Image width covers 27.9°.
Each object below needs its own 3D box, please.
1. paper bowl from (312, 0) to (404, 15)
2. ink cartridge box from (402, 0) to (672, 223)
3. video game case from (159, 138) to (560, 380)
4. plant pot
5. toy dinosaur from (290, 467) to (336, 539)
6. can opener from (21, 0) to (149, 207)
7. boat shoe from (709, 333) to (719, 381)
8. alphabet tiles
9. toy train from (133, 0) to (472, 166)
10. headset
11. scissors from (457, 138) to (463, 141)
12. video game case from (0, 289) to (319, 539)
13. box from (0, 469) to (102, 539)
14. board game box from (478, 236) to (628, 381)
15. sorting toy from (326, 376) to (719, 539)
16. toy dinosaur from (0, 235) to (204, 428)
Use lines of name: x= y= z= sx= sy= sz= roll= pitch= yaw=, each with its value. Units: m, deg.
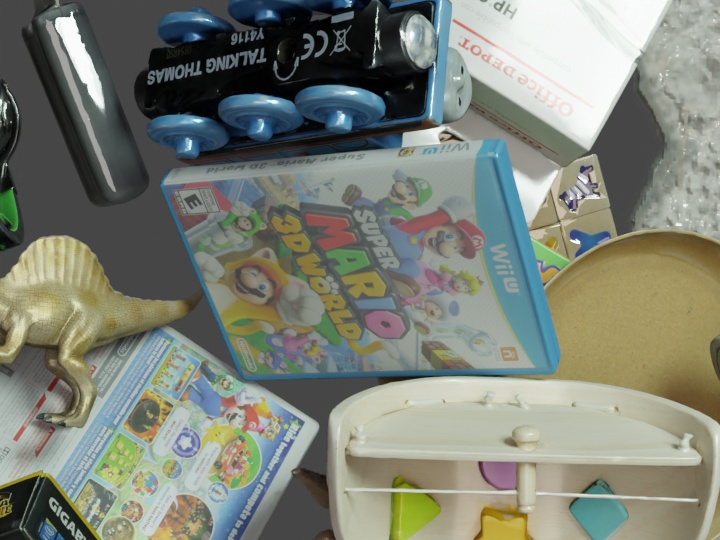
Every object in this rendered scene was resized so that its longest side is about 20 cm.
paper bowl: x=-0.025 y=-0.203 z=0.771 sx=0.197 sy=0.201 sz=0.106 roll=5 pitch=84 yaw=-1
ink cartridge box: x=0.106 y=-0.142 z=0.834 sx=0.115 sy=0.067 sz=0.202 roll=30 pitch=83 yaw=-3
video game case: x=0.000 y=0.000 z=0.795 sx=0.197 sy=0.018 sz=0.144 roll=-3 pitch=125 yaw=24
plant pot: x=0.167 y=0.074 z=0.856 sx=0.197 sy=0.027 sz=0.203 roll=-3 pitch=101 yaw=-15
toy dinosaur: x=0.048 y=0.174 z=0.853 sx=0.135 sy=0.086 sz=0.201 roll=-38 pitch=88 yaw=1
can opener: x=-0.161 y=-0.141 z=0.848 sx=0.066 sy=0.053 sz=0.202 roll=-24 pitch=99 yaw=-23
boat shoe: x=0.276 y=0.090 z=0.838 sx=0.062 sy=0.075 sz=0.200 roll=-45 pitch=110 yaw=-3
alphabet tiles: x=0.073 y=-0.015 z=0.874 sx=0.165 sy=0.008 sz=0.203 roll=-16 pitch=95 yaw=-4
toy train: x=-0.030 y=-0.100 z=0.784 sx=0.198 sy=0.114 sz=0.088 roll=-5 pitch=75 yaw=36
headset: x=-0.226 y=-0.106 z=0.822 sx=0.093 sy=0.124 sz=0.202 roll=-24 pitch=68 yaw=-3
scissors: x=0.024 y=-0.041 z=0.876 sx=0.073 sy=0.014 sz=0.202 roll=29 pitch=92 yaw=-2
video game case: x=-0.139 y=0.095 z=0.840 sx=0.199 sy=0.018 sz=0.144 roll=33 pitch=57 yaw=-2
box: x=-0.188 y=0.218 z=0.806 sx=0.158 sy=0.050 sz=0.201 roll=-21 pitch=118 yaw=21
board game box: x=0.054 y=0.008 z=0.856 sx=0.198 sy=0.030 sz=0.096 roll=30 pitch=91 yaw=-5
sorting toy: x=0.078 y=0.155 z=0.774 sx=0.197 sy=0.107 sz=0.183 roll=2 pitch=99 yaw=-1
toy dinosaur: x=-0.159 y=0.034 z=0.797 sx=0.198 sy=0.058 sz=0.103 roll=12 pitch=84 yaw=-38
